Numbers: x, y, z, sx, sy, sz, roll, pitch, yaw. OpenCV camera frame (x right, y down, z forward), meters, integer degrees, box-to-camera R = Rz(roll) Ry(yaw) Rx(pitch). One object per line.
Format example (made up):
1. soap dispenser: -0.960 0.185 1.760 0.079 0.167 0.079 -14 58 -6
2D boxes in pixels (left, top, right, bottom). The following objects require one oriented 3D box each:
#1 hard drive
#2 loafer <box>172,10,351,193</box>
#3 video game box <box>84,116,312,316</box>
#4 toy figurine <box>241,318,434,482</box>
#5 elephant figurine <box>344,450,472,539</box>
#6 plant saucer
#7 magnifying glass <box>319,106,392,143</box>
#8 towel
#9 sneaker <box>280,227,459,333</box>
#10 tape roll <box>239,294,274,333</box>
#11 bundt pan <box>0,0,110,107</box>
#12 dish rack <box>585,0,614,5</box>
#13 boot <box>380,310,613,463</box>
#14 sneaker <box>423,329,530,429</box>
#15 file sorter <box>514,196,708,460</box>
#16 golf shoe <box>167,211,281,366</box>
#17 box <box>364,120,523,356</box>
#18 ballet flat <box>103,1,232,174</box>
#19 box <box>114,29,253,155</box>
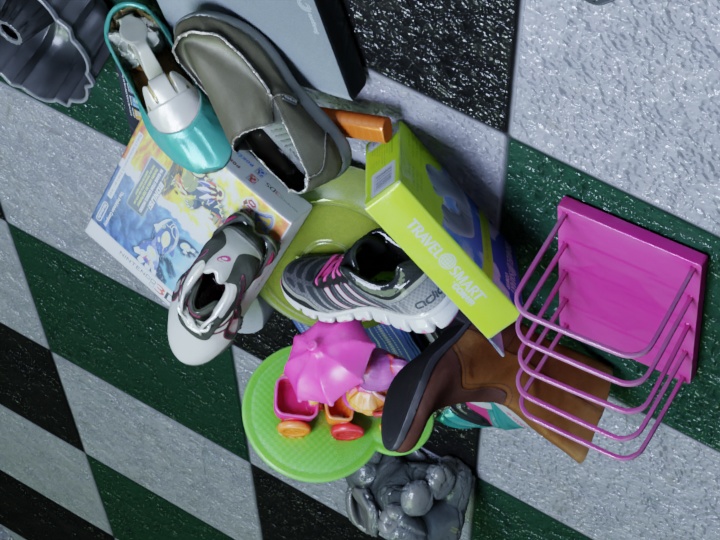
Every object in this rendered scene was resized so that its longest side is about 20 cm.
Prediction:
1. hard drive: -0.097 -0.230 1.609 0.200 0.033 0.140 19 150 30
2. loafer: -0.093 -0.146 1.601 0.200 0.070 0.075 43 137 -7
3. video game box: -0.162 -0.050 1.765 0.182 0.047 0.200 39 132 5
4. toy figurine: -0.008 0.114 1.782 0.199 0.151 0.184 6 157 -8
5. elephant figurine: 0.034 0.253 2.198 0.141 0.156 0.200 0 -161 -45
6. plant saucer: -0.028 -0.013 1.782 0.199 0.031 0.200 5 127 6
7. magnifying glass: -0.064 -0.143 1.654 0.200 0.022 0.080 13 134 26
8. towel: -0.001 0.081 2.034 0.200 0.024 0.145 12 145 40
9. sneaker: 0.000 0.000 1.693 0.200 0.074 0.088 9 137 40
10. tape roll: -0.168 -0.021 1.914 0.200 0.066 0.200 29 157 14
11. bundt pan: -0.324 -0.259 1.783 0.202 0.076 0.202 28 154 15
12. dish rack: 0.150 -0.271 1.221 0.200 0.055 0.153 46 151 -17
13. boot: 0.131 0.129 1.733 0.200 0.189 0.068 33 152 -17
14. sneaker: 0.099 0.098 1.883 0.121 0.084 0.200 -16 126 47
15. file sorter: 0.216 0.061 1.621 0.139 0.126 0.200 24 152 21
16. golf shoe: -0.151 0.029 1.719 0.077 0.088 0.200 35 133 7
17. box: 0.082 -0.029 1.639 0.048 0.122 0.200 -35 115 20
18. ballet flat: -0.183 -0.170 1.645 0.200 0.067 0.070 57 -176 30
19. box: -0.159 -0.151 1.800 0.161 0.049 0.200 26 154 13
